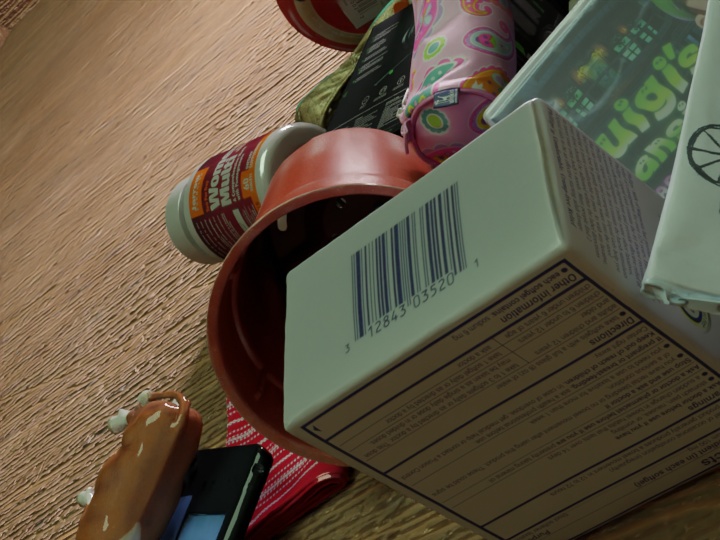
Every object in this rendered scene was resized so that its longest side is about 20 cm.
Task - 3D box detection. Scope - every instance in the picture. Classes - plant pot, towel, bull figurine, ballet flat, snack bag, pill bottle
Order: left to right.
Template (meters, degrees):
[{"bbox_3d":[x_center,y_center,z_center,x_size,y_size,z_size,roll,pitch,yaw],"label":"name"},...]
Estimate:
[{"bbox_3d":[-0.182,0.181,1.034,0.201,0.065,0.121,-60,21,1],"label":"bull figurine"},{"bbox_3d":[-0.100,-0.066,1.280,0.199,0.109,0.110,-14,43,52],"label":"pill bottle"},{"bbox_3d":[-0.062,0.128,1.059,0.144,0.022,0.201,-38,28,25],"label":"towel"},{"bbox_3d":[-0.003,-0.341,1.391,0.200,0.200,0.183,-40,35,23],"label":"plant pot"},{"bbox_3d":[0.000,0.000,0.949,0.201,0.201,0.196,-43,17,17],"label":"plant pot"},{"bbox_3d":[0.019,-0.196,1.327,0.200,0.070,0.065,-48,52,15],"label":"ballet flat"},{"bbox_3d":[0.239,-0.044,0.623,0.021,0.187,0.201,92,-165,-61],"label":"snack bag"}]

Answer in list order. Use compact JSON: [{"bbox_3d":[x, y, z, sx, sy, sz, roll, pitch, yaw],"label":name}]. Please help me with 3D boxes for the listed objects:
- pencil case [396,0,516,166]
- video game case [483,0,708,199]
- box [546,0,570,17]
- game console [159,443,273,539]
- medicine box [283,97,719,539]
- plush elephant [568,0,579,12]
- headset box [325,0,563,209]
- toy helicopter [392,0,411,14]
[{"bbox_3d":[0.071,-0.164,0.969,0.087,0.087,0.201,-31,40,37],"label":"pencil case"},{"bbox_3d":[0.201,-0.107,0.776,0.200,0.182,0.023,-49,-16,5],"label":"video game case"},{"bbox_3d":[0.194,-0.274,0.962,0.200,0.193,0.048,-43,42,16],"label":"box"},{"bbox_3d":[-0.142,0.227,1.010,0.177,0.031,0.201,-23,42,60],"label":"game console"},{"bbox_3d":[0.090,0.042,0.698,0.182,0.199,0.103,-35,39,31],"label":"medicine box"},{"bbox_3d":[0.205,-0.228,0.873,0.164,0.155,0.200,-26,27,8],"label":"plush elephant"},{"bbox_3d":[0.068,-0.151,1.127,0.174,0.093,0.201,-23,37,47],"label":"headset box"},{"bbox_3d":[0.056,-0.263,1.215,0.132,0.199,0.079,-39,64,53],"label":"toy helicopter"}]
